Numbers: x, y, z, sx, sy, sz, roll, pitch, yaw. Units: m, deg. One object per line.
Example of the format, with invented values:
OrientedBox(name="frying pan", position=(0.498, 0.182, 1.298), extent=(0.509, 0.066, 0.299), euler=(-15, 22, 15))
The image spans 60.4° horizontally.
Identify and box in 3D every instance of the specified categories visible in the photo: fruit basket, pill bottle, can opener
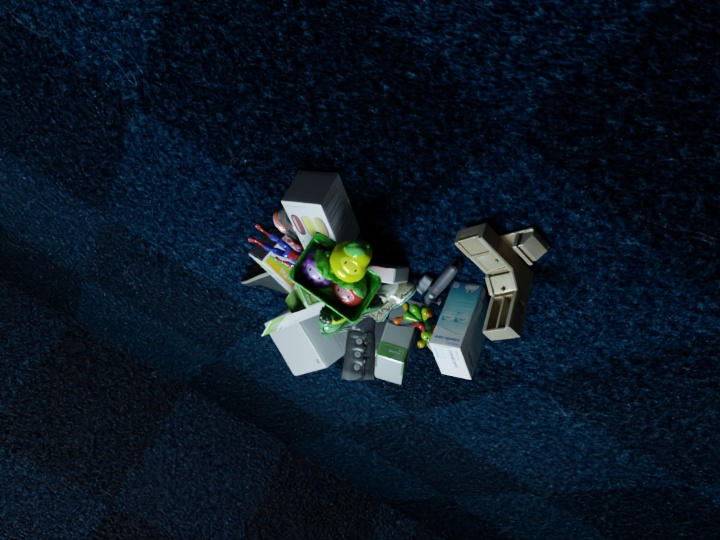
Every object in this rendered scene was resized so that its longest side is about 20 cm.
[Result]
OrientedBox(name="fruit basket", position=(-0.048, 0.008, 1.444), extent=(0.215, 0.156, 0.216), euler=(29, 162, 11))
OrientedBox(name="pill bottle", position=(0.057, 0.236, 1.926), extent=(0.114, 0.114, 0.200), euler=(22, 149, 7))
OrientedBox(name="can opener", position=(0.200, 0.033, 1.571), extent=(0.078, 0.064, 0.200), euler=(30, 149, -6))

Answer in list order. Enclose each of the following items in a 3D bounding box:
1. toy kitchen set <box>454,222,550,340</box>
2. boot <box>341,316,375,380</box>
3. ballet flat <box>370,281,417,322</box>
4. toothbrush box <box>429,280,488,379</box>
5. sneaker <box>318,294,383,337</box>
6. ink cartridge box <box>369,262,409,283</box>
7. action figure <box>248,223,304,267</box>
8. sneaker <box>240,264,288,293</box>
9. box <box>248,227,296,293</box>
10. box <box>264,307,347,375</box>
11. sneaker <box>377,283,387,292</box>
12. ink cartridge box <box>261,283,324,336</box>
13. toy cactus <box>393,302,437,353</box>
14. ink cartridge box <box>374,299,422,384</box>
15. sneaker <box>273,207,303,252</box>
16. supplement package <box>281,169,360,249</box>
OrientedBox(name="toy kitchen set", position=(0.316, 0.018, 1.351), extent=(0.200, 0.181, 0.163), euler=(40, 145, -29))
OrientedBox(name="boot", position=(-0.037, 0.213, 1.770), extent=(0.164, 0.201, 0.066), euler=(4, 180, 1))
OrientedBox(name="ballet flat", position=(0.072, 0.077, 1.674), extent=(0.075, 0.068, 0.200), euler=(31, 141, -11))
OrientedBox(name="toothbrush box", position=(0.259, 0.151, 1.571), extent=(0.085, 0.200, 0.147), euler=(7, 144, 28))
OrientedBox(name="sneaker", position=(-0.028, 0.108, 1.601), extent=(0.078, 0.200, 0.085), euler=(49, 143, 31))
OrientedBox(name="ink cartridge box", position=(0.000, 0.000, 1.595), extent=(0.199, 0.045, 0.176), euler=(8, -175, 28))
OrientedBox(name="action figure", position=(-0.196, -0.051, 1.603), extent=(0.200, 0.066, 0.052), euler=(29, 177, 9))
OrientedBox(name="sneaker", position=(-0.284, 0.035, 1.915), extent=(0.200, 0.075, 0.106), euler=(-14, 128, 45))
OrientedBox(name="box", position=(-0.196, -0.010, 1.730), extent=(0.200, 0.101, 0.112), euler=(47, 168, -31))
OrientedBox(name="box", position=(-0.146, 0.188, 1.893), extent=(0.199, 0.171, 0.200), euler=(-24, 98, 52))
OrientedBox(name="sneaker", position=(0.003, 0.074, 1.756), extent=(0.200, 0.089, 0.074), euler=(-13, 130, 44))
OrientedBox(name="ink cartridge box", position=(-0.168, 0.087, 1.611), extent=(0.076, 0.199, 0.148), euler=(65, 155, 12))
OrientedBox(name="toy cactus", position=(0.170, 0.163, 1.612), extent=(0.165, 0.102, 0.200), euler=(56, 176, -13))
OrientedBox(name="ink cartridge box", position=(0.108, 0.196, 1.750), extent=(0.084, 0.200, 0.146), euler=(16, 148, 10))
OrientedBox(name="sneaker", position=(-0.139, -0.095, 1.625), extent=(0.200, 0.077, 0.082), euler=(41, 139, -24))
OrientedBox(name="supplement package", position=(-0.092, -0.132, 1.498), extent=(0.113, 0.110, 0.200), euler=(8, 144, 26))
